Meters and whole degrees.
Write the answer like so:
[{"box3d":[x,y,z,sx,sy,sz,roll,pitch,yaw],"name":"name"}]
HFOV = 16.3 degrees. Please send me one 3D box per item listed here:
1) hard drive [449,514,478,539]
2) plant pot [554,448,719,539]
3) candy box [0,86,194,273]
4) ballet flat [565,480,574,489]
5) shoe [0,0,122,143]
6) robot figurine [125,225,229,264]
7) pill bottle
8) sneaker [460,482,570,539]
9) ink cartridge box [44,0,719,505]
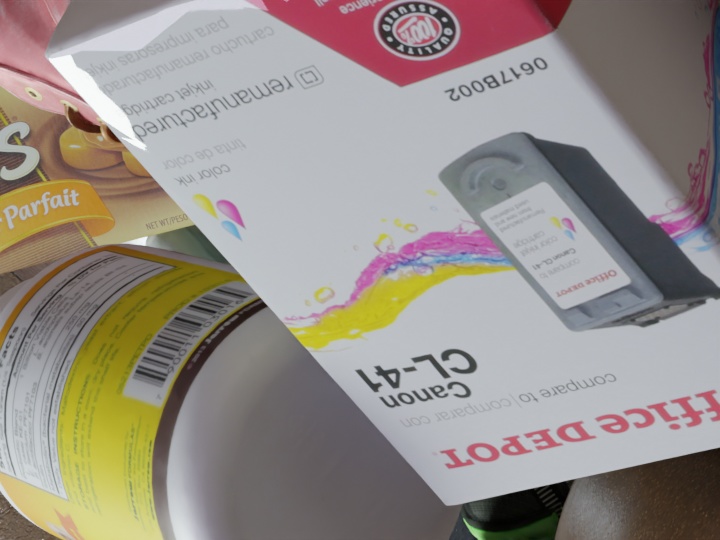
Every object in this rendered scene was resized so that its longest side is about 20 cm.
[{"box3d":[0.083,0.091,1.109,0.042,0.135,0.200,29,170,-15],"name":"hard drive"},{"box3d":[0.157,0.119,0.763,0.200,0.200,0.198,47,177,-17],"name":"plant pot"},{"box3d":[-0.154,-0.062,1.148,0.055,0.200,0.116,-96,-9,-51],"name":"candy box"},{"box3d":[0.118,0.131,0.895,0.072,0.072,0.200,180,68,-77],"name":"ballet flat"},{"box3d":[-0.072,-0.069,0.892,0.091,0.071,0.200,-32,84,37],"name":"shoe"},{"box3d":[-0.051,-0.014,1.257,0.200,0.113,0.170,44,-149,0],"name":"robot figurine"},{"box3d":[-0.059,0.050,0.850,0.109,0.109,0.200,49,161,-28],"name":"pill bottle"},{"box3d":[0.060,0.041,1.008,0.200,0.077,0.084,-102,-13,-61],"name":"sneaker"},{"box3d":[0.035,-0.036,0.696,0.148,0.086,0.200,-16,126,37],"name":"ink cartridge box"}]
